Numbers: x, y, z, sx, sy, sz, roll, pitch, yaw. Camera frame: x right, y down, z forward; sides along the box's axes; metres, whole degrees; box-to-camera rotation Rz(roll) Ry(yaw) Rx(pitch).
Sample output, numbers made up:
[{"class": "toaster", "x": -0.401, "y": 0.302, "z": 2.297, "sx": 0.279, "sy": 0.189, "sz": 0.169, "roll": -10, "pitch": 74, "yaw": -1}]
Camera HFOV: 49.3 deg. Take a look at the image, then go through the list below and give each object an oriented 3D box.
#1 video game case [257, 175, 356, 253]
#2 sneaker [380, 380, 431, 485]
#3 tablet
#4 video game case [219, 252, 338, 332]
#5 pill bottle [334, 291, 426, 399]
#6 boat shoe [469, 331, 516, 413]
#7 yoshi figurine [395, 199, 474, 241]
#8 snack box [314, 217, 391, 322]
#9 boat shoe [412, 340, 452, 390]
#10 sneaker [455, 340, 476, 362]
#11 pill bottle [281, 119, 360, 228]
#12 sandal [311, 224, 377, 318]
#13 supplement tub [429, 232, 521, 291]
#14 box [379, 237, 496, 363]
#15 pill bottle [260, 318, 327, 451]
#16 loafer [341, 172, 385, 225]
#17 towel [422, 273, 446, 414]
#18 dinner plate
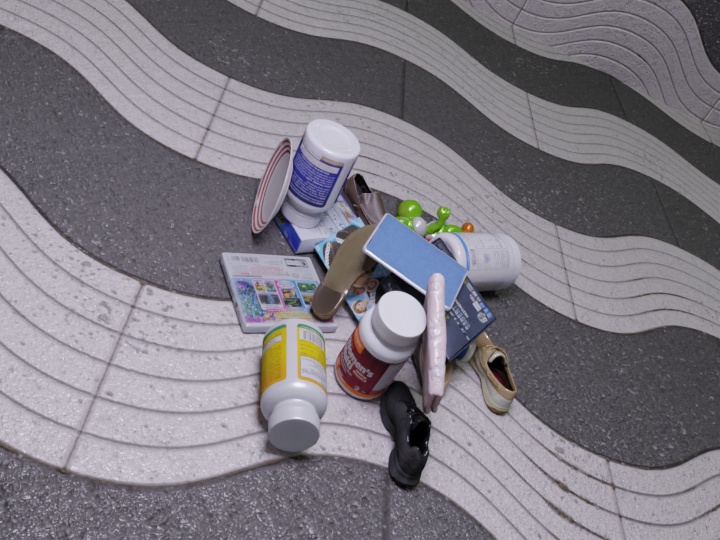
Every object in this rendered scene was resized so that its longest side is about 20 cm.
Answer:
[{"class": "video game case", "x": -0.105, "y": -0.127, "z": 1.712, "sx": 0.178, "sy": 0.046, "sz": 0.202, "roll": -7, "pitch": 51, "yaw": -38}, {"class": "sneaker", "x": 0.088, "y": 0.267, "z": 1.362, "sx": 0.074, "sy": 0.092, "sz": 0.202, "roll": 12, "pitch": 39, "yaw": -21}, {"class": "tablet", "x": 0.106, "y": -0.018, "z": 1.482, "sx": 0.198, "sy": 0.014, "sz": 0.131, "roll": 35, "pitch": 44, "yaw": -1}, {"class": "video game case", "x": -0.157, "y": 0.042, "z": 1.503, "sx": 0.196, "sy": 0.024, "sz": 0.184, "roll": 3, "pitch": 45, "yaw": -34}, {"class": "pill bottle", "x": 0.035, "y": 0.131, "z": 1.375, "sx": 0.107, "sy": 0.201, "sz": 0.111, "roll": 14, "pitch": 48, "yaw": -16}, {"class": "boat shoe", "x": 0.272, "y": 0.191, "z": 1.597, "sx": 0.072, "sy": 0.067, "sz": 0.203, "roll": 9, "pitch": 42, "yaw": -27}, {"class": "yoshi figurine", "x": 0.163, "y": -0.113, "z": 1.846, "sx": 0.196, "sy": 0.114, "sz": 0.113, "roll": 12, "pitch": 24, "yaw": -20}, {"class": "snack box", "x": 0.000, "y": 0.000, "z": 1.593, "sx": 0.115, "sy": 0.037, "sz": 0.202, "roll": -32, "pitch": 59, "yaw": -2}, {"class": "boat shoe", "x": 0.131, "y": 0.151, "z": 1.544, "sx": 0.070, "sy": 0.065, "sz": 0.205, "roll": 6, "pitch": 63, "yaw": -25}, {"class": "sneaker", "x": 0.165, "y": 0.101, "z": 1.613, "sx": 0.109, "sy": 0.077, "sz": 0.202, "roll": 20, "pitch": 33, "yaw": -23}, {"class": "pill bottle", "x": -0.088, "y": -0.190, "z": 1.591, "sx": 0.117, "sy": 0.202, "sz": 0.121, "roll": 18, "pitch": 38, "yaw": -15}, {"class": "sandal", "x": -0.022, "y": 0.008, "z": 1.524, "sx": 0.077, "sy": 0.070, "sz": 0.213, "roll": 31, "pitch": 73, "yaw": 16}, {"class": "supplement tub", "x": 0.251, "y": -0.019, "z": 1.768, "sx": 0.196, "sy": 0.133, "sz": 0.133, "roll": -1, "pitch": 46, "yaw": -37}, {"class": "box", "x": 0.152, "y": 0.059, "z": 1.523, "sx": 0.157, "sy": 0.051, "sz": 0.202, "roll": -33, "pitch": 86, "yaw": -33}, {"class": "pill bottle", "x": -0.109, "y": 0.188, "z": 1.294, "sx": 0.110, "sy": 0.114, "sz": 0.203, "roll": 16, "pitch": 39, "yaw": -19}, {"class": "loafer", "x": 0.019, "y": -0.146, "z": 1.800, "sx": 0.072, "sy": 0.072, "sz": 0.201, "roll": -12, "pitch": 55, "yaw": -43}, {"class": "towel", "x": 0.126, "y": 0.132, "z": 1.347, "sx": 0.031, "sy": 0.192, "sz": 0.205, "roll": 1, "pitch": 70, "yaw": 2}, {"class": "dinner plate", "x": -0.173, "y": -0.169, "z": 1.583, "sx": 0.024, "sy": 0.202, "sz": 0.203, "roll": 18, "pitch": 38, "yaw": -20}]
